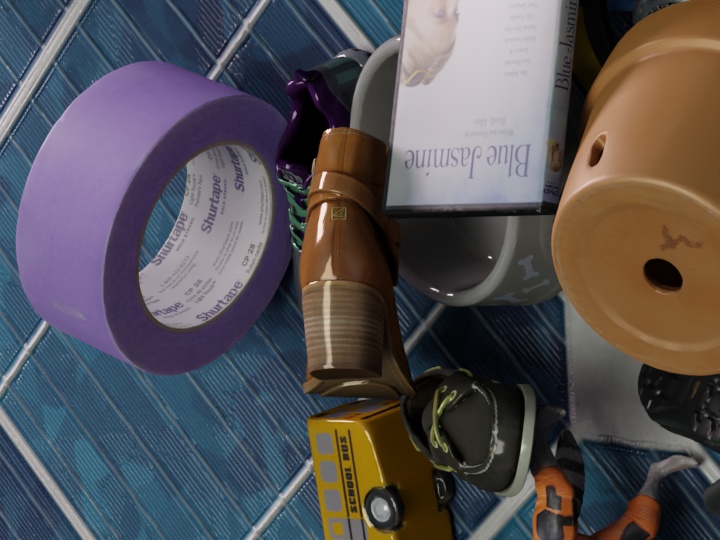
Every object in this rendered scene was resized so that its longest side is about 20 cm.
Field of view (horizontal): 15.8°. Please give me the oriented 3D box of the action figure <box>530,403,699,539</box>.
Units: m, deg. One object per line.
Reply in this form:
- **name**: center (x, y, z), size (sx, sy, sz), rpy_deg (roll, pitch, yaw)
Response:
- **action figure**: center (0.150, 0.201, 1.622), size (0.104, 0.200, 0.194), rpy_deg (5, 74, 49)

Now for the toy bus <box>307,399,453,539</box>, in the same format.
- **toy bus**: center (0.021, 0.193, 1.778), size (0.078, 0.065, 0.201), rpy_deg (-2, 100, 41)

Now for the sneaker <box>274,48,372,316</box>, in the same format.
- **sneaker**: center (-0.034, -0.050, 1.747), size (0.074, 0.087, 0.201), rpy_deg (20, 113, 35)

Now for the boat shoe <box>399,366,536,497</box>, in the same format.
- **boat shoe**: center (0.067, 0.100, 1.640), size (0.201, 0.060, 0.072), rpy_deg (-170, 92, -82)

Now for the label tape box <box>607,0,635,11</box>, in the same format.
- **label tape box**: center (0.121, -0.257, 1.568), size (0.143, 0.066, 0.200), rpy_deg (4, 127, 40)

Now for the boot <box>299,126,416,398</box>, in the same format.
- **boot**: center (0.000, 0.000, 1.652), size (0.073, 0.200, 0.155), rpy_deg (1, 79, 1)

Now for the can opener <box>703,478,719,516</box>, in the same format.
- **can opener**: center (0.286, 0.105, 1.548), size (0.053, 0.067, 0.200), rpy_deg (57, 143, 10)

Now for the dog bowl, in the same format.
- **dog bowl**: center (0.065, -0.068, 1.644), size (0.200, 0.059, 0.201), rpy_deg (30, 127, 49)

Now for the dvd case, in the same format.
- **dvd case**: center (0.073, -0.131, 1.541), size (0.142, 0.018, 0.201), rpy_deg (0, 82, 49)

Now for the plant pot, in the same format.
- **plant pot**: center (0.198, -0.035, 1.475), size (0.200, 0.140, 0.200), rpy_deg (20, 136, 21)

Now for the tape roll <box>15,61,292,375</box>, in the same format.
- **tape roll**: center (-0.134, -0.035, 1.761), size (0.085, 0.200, 0.201), rpy_deg (22, 115, 34)

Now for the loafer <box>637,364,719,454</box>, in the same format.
- **loafer**: center (0.219, 0.078, 1.536), size (0.068, 0.070, 0.201), rpy_deg (-62, 16, 5)

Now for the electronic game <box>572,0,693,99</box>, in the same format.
- **electronic game**: center (0.196, -0.141, 1.521), size (0.200, 0.042, 0.200), rpy_deg (24, 136, 25)
